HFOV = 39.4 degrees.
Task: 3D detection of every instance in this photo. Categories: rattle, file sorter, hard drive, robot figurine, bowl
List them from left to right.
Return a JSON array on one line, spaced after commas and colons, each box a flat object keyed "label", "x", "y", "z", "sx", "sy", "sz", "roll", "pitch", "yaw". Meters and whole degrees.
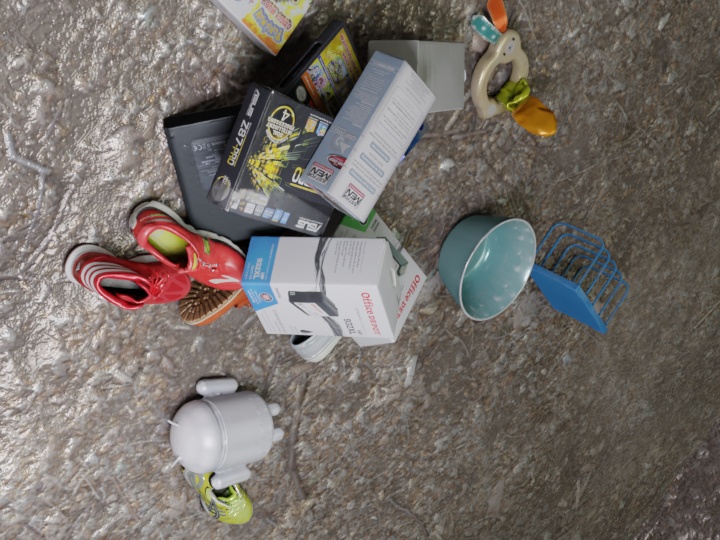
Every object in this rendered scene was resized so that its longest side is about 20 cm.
[{"label": "robot figurine", "x": -0.216, "y": 0.254, "z": 1.584, "sx": 0.198, "sy": 0.112, "sz": 0.172, "roll": -6, "pitch": 80, "yaw": -42}, {"label": "hard drive", "x": -0.182, "y": -0.129, "z": 1.395, "sx": 0.138, "sy": 0.033, "sz": 0.202, "roll": -11, "pitch": 127, "yaw": -3}, {"label": "bowl", "x": 0.219, "y": -0.021, "z": 1.846, "sx": 0.199, "sy": 0.105, "sz": 0.203, "roll": -23, "pitch": 129, "yaw": -32}, {"label": "rattle", "x": 0.257, "y": -0.334, "z": 1.669, "sx": 0.129, "sy": 0.143, "sz": 0.202, "roll": -13, "pitch": 131, "yaw": -16}, {"label": "file sorter", "x": 0.451, "y": 0.012, "z": 2.072, "sx": 0.123, "sy": 0.138, "sz": 0.200, "roll": -55, "pitch": 139, "yaw": -8}]

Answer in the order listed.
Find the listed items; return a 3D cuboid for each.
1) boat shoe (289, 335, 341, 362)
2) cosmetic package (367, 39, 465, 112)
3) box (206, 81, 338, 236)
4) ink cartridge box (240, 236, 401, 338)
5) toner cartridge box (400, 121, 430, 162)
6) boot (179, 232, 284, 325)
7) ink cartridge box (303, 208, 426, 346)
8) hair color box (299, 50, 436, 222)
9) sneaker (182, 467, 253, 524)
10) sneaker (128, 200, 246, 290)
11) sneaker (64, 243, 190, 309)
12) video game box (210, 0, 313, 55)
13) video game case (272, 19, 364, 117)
[{"label": "boat shoe", "x": -0.043, "y": 0.059, "z": 1.665, "sx": 0.202, "sy": 0.070, "sz": 0.071, "roll": -54, "pitch": 140, "yaw": -2}, {"label": "cosmetic package", "x": 0.087, "y": -0.290, "z": 1.500, "sx": 0.200, "sy": 0.089, "sz": 0.108, "roll": -21, "pitch": 114, "yaw": -65}, {"label": "box", "x": -0.095, "y": -0.141, "z": 1.328, "sx": 0.199, "sy": 0.049, "sz": 0.163, "roll": 15, "pitch": 103, "yaw": -53}, {"label": "ink cartridge box", "x": -0.052, "y": 0.025, "z": 1.431, "sx": 0.146, "sy": 0.197, "sz": 0.085, "roll": 71, "pitch": 24, "yaw": -54}, {"label": "toner cartridge box", "x": 0.044, "y": -0.178, "z": 1.518, "sx": 0.095, "sy": 0.043, "sz": 0.200, "roll": -44, "pitch": -175, "yaw": 25}, {"label": "boot", "x": -0.180, "y": 0.033, "z": 1.517, "sx": 0.199, "sy": 0.075, "sz": 0.108, "roll": -39, "pitch": 141, "yaw": -22}, {"label": "ink cartridge box", "x": 0.000, "y": 0.000, "z": 1.582, "sx": 0.200, "sy": 0.083, "sz": 0.147, "roll": 49, "pitch": 52, "yaw": -28}, {"label": "hair color box", "x": 0.012, "y": -0.178, "z": 1.343, "sx": 0.201, "sy": 0.060, "sz": 0.099, "roll": -60, "pitch": 142, "yaw": -4}, {"label": "sneaker", "x": -0.229, "y": 0.379, "z": 1.678, "sx": 0.075, "sy": 0.076, "sz": 0.201, "roll": -46, "pitch": 139, "yaw": -14}, {"label": "sneaker", "x": -0.234, "y": -0.016, "z": 1.388, "sx": 0.199, "sy": 0.085, "sz": 0.077, "roll": 29, "pitch": 107, "yaw": -30}, {"label": "sneaker", "x": -0.294, "y": 0.028, "z": 1.365, "sx": 0.199, "sy": 0.115, "sz": 0.079, "roll": 9, "pitch": 108, "yaw": -46}, {"label": "video game box", "x": -0.127, "y": -0.413, "z": 1.310, "sx": 0.183, "sy": 0.047, "sz": 0.200, "roll": -54, "pitch": 139, "yaw": -1}, {"label": "video game case", "x": -0.049, "y": -0.214, "z": 1.412, "sx": 0.181, "sy": 0.025, "sz": 0.201, "roll": -53, "pitch": 142, "yaw": -21}]
